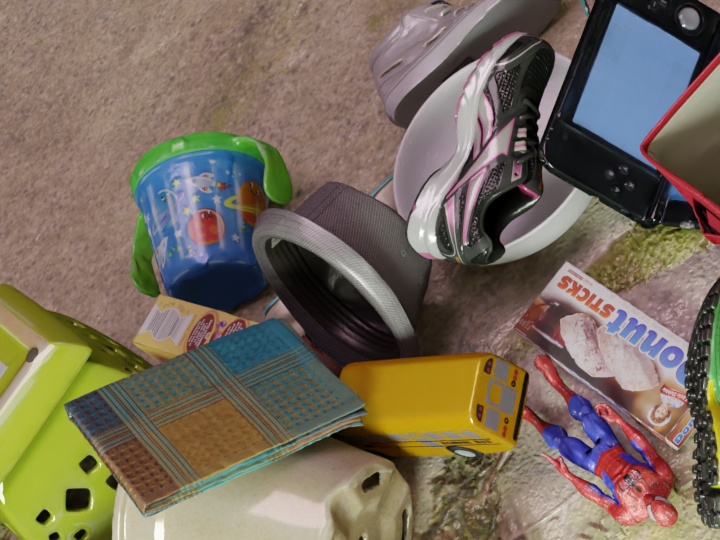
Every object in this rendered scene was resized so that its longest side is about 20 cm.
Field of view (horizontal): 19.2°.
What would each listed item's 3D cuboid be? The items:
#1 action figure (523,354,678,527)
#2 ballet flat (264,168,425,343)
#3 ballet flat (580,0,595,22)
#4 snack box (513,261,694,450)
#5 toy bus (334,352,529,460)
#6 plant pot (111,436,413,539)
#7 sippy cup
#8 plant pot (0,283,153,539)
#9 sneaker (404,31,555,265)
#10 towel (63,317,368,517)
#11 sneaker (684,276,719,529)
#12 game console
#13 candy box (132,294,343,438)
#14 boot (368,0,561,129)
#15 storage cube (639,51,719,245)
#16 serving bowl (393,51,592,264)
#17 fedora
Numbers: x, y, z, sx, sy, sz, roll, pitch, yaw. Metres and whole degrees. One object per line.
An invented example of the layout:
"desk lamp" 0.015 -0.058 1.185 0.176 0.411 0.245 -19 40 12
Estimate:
"action figure" 0.179 0.137 1.622 0.065 0.052 0.200 -45 43 -2
"ballet flat" 0.000 0.000 1.874 0.200 0.069 0.070 -47 41 9
"ballet flat" 0.225 -0.216 1.825 0.067 0.068 0.201 -24 49 17
"snack box" 0.203 0.064 1.667 0.072 0.024 0.200 -50 41 -2
"toy bus" 0.046 0.110 1.703 0.199 0.078 0.066 -7 65 47
"plant pot" -0.066 0.199 1.703 0.182 0.201 0.202 10 67 33
"sippy cup" -0.141 -0.038 1.981 0.138 0.178 0.131 -3 59 -13
"plant pot" -0.292 0.137 1.940 0.200 0.181 0.200 -55 40 -5
"sneaker" 0.120 -0.091 1.731 0.086 0.080 0.202 21 88 35
"towel" -0.114 0.111 1.669 0.199 0.022 0.147 -23 42 -23
"sneaker" 0.283 0.093 1.543 0.084 0.078 0.202 2 65 -5
"game console" 0.264 -0.143 1.702 0.201 0.175 0.116 -67 16 -19
"candy box" -0.092 0.086 1.846 0.199 0.117 0.057 11 68 46
"boot" 0.088 -0.224 1.943 0.199 0.073 0.096 -38 49 15
"storage cube" 0.342 -0.070 1.525 0.200 0.180 0.171 -49 41 3
"serving bowl" 0.128 -0.088 1.809 0.199 0.066 0.202 -18 55 27
"fedora" 0.000 0.000 1.782 0.176 0.201 0.090 16 58 48
